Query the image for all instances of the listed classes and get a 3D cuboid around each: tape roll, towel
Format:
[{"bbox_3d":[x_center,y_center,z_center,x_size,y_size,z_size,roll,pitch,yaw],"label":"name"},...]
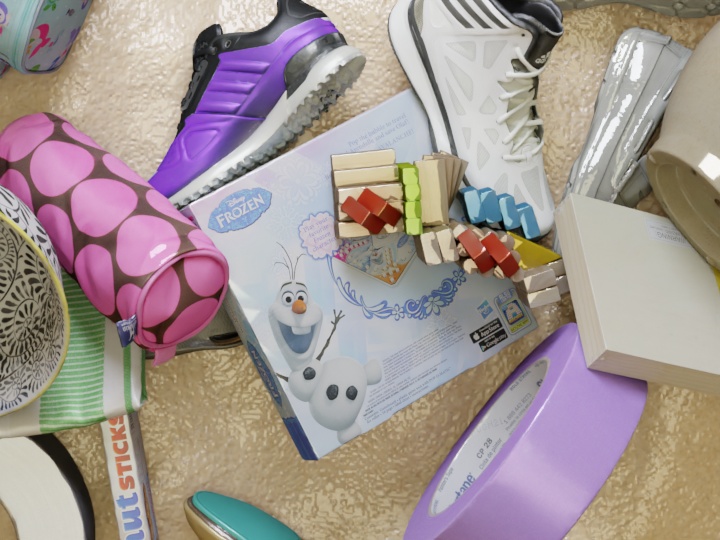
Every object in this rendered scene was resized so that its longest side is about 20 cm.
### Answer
[{"bbox_3d":[0.114,0.135,1.257,0.065,0.200,0.201,37,92,-4],"label":"tape roll"},{"bbox_3d":[-0.295,0.197,1.317,0.198,0.066,0.203,0,94,-1],"label":"tape roll"},{"bbox_3d":[-0.251,0.050,1.288,0.198,0.023,0.154,-7,59,3],"label":"towel"}]

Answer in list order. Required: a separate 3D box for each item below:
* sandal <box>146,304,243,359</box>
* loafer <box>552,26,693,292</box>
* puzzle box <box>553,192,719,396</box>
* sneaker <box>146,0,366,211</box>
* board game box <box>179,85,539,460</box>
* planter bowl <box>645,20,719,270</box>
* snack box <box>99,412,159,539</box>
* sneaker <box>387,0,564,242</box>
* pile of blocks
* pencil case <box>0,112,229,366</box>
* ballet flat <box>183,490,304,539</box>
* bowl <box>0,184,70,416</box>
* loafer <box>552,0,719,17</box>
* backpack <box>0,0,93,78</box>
[{"bbox_3d":[-0.091,0.015,1.316,0.198,0.055,0.083,-14,94,-3],"label":"sandal"},{"bbox_3d":[0.191,-0.076,1.312,0.069,0.070,0.202,19,92,6],"label":"loafer"},{"bbox_3d":[0.233,0.025,1.265,0.198,0.025,0.134,14,49,-26],"label":"puzzle box"},{"bbox_3d":[-0.098,-0.122,1.307,0.200,0.070,0.100,-40,79,5],"label":"sneaker"},{"bbox_3d":[0.000,0.000,1.294,0.199,0.043,0.200,-28,95,-20],"label":"board game box"},{"bbox_3d":[0.282,-0.076,1.239,0.134,0.200,0.201,-38,94,-9],"label":"planter bowl"},{"bbox_3d":[-0.163,0.186,1.316,0.024,0.072,0.202,-9,94,-3],"label":"snack box"},{"bbox_3d":[0.105,-0.119,1.273,0.075,0.115,0.202,-34,98,-44],"label":"sneaker"},{"bbox_3d":[0.071,-0.033,1.245,0.198,0.062,0.083,19,95,-10],"label":"pile of blocks"},{"bbox_3d":[-0.182,-0.025,1.259,0.090,0.200,0.094,-18,136,-36],"label":"pencil case"},{"bbox_3d":[-0.047,0.229,1.328,0.198,0.069,0.063,24,106,-2],"label":"ballet flat"},{"bbox_3d":[-0.282,-0.003,1.225,0.198,0.095,0.202,4,126,6],"label":"bowl"},{"bbox_3d":[0.202,-0.227,1.296,0.198,0.070,0.070,3,62,-2],"label":"loafer"},{"bbox_3d":[-0.259,-0.212,1.240,0.150,0.178,0.201,33,96,2],"label":"backpack"}]
